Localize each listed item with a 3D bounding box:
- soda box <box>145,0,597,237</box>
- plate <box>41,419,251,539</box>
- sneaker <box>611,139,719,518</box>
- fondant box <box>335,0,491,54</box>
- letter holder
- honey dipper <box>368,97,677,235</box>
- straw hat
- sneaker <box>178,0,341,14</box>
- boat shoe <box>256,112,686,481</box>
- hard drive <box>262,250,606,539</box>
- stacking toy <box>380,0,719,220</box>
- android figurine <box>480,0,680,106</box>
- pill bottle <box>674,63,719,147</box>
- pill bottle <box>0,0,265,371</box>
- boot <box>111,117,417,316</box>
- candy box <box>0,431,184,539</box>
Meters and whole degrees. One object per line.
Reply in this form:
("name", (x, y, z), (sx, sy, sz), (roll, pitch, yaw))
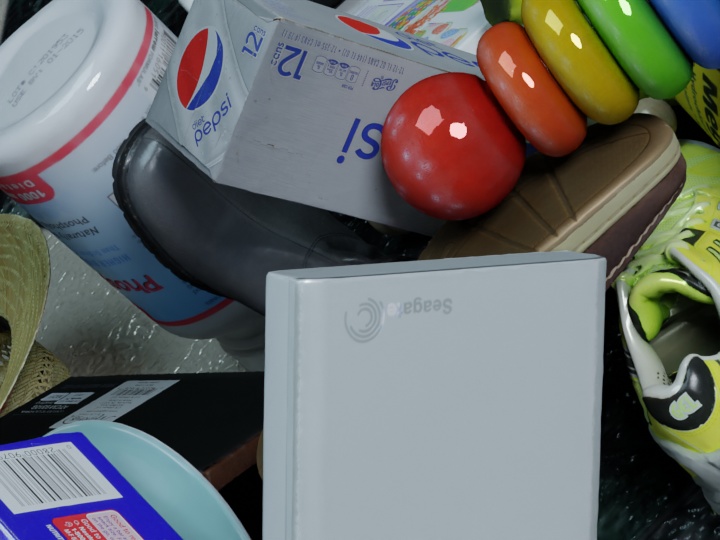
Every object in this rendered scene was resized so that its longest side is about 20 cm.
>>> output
("soda box", (0.019, -0.056, 0.777), (0.063, 0.199, 0.069), (40, 112, 49))
("plate", (-0.100, 0.161, 0.788), (0.199, 0.202, 0.025), (-6, 6, 45))
("sneaker", (0.137, 0.005, 0.764), (0.075, 0.076, 0.201), (-34, 33, 21))
("fondant box", (0.042, -0.109, 0.949), (0.144, 0.058, 0.200), (-42, 19, -15))
("letter holder", (-0.081, 0.130, 0.870), (0.199, 0.143, 0.100), (-4, 19, 44))
("honey dipper", (0.070, -0.050, 0.898), (0.200, 0.038, 0.038), (-15, 43, 54))
("straw hat", (-0.206, 0.077, 1.059), (0.201, 0.085, 0.202), (-31, 39, 30))
("sneaker", (-0.030, -0.156, 1.071), (0.112, 0.073, 0.200), (-42, 0, 4))
("boat shoe", (0.053, 0.027, 0.732), (0.200, 0.072, 0.072), (-45, 25, 3))
("hard drive", (0.026, 0.098, 0.651), (0.026, 0.131, 0.201), (11, 102, 52))
("stacking toy", (0.091, -0.089, 0.698), (0.199, 0.085, 0.086), (-34, 35, 14))
("android figurine", (0.148, -0.157, 0.835), (0.199, 0.183, 0.041), (-7, 30, -21))
("pill bottle", (0.193, -0.071, 0.748), (0.112, 0.112, 0.200), (-41, 33, 8))
("pill bottle", (-0.090, -0.037, 0.944), (0.108, 0.200, 0.109), (-29, 37, 24))
("boot", (0.000, 0.000, 0.810), (0.131, 0.200, 0.070), (6, 63, 54))
("candy box", (-0.113, 0.192, 0.725), (0.169, 0.077, 0.201), (40, 118, 36))
